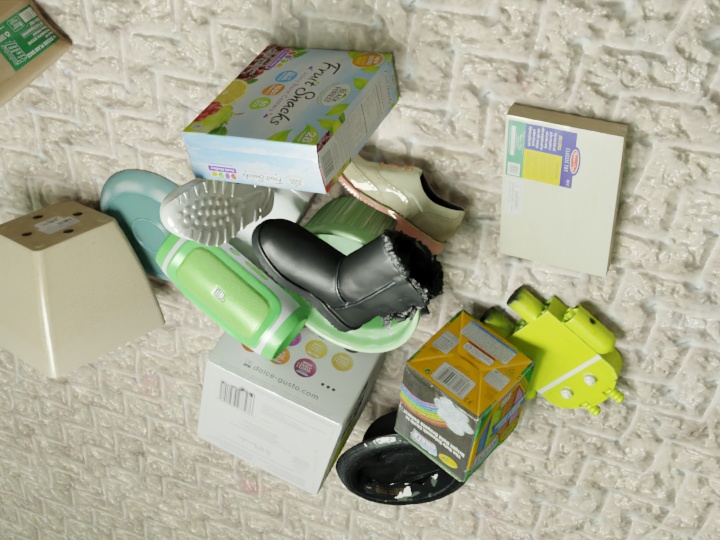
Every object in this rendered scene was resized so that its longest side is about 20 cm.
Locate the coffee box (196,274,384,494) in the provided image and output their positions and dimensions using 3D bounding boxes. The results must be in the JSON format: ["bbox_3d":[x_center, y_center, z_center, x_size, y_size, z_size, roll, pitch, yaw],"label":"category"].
[{"bbox_3d":[-0.090,0.150,1.485,0.199,0.198,0.200,25,141,8],"label":"coffee box"}]

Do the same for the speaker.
[{"bbox_3d":[-0.166,0.024,1.369,0.200,0.088,0.089,40,138,6],"label":"speaker"}]

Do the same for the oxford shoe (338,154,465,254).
[{"bbox_3d":[0.038,-0.108,1.286,0.200,0.071,0.074,37,112,-4],"label":"oxford shoe"}]

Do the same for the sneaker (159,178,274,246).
[{"bbox_3d":[-0.177,-0.077,1.222,0.080,0.200,0.077,11,105,23],"label":"sneaker"}]

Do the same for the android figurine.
[{"bbox_3d":[0.250,0.110,1.364,0.200,0.041,0.182,43,137,-8],"label":"android figurine"}]

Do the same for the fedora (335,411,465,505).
[{"bbox_3d":[0.063,0.264,1.564,0.200,0.092,0.201,2,138,2],"label":"fedora"}]

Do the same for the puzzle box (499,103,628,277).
[{"bbox_3d":[0.227,-0.088,1.205,0.133,0.025,0.201,15,134,20],"label":"puzzle box"}]

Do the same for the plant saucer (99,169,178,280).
[{"bbox_3d":[-0.301,-0.057,1.553,0.199,0.027,0.201,17,135,18],"label":"plant saucer"}]

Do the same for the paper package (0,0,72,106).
[{"bbox_3d":[-0.503,-0.245,1.373,0.190,0.200,0.104,-21,115,42],"label":"paper package"}]

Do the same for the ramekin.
[{"bbox_3d":[0.000,0.000,1.369,0.199,0.098,0.201,16,135,17],"label":"ramekin"}]

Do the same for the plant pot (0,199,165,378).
[{"bbox_3d":[-0.433,0.010,1.557,0.200,0.199,0.178,20,125,41],"label":"plant pot"}]

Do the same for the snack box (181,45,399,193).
[{"bbox_3d":[-0.072,-0.172,1.179,0.168,0.200,0.068,9,133,25],"label":"snack box"}]

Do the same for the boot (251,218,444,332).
[{"bbox_3d":[-0.011,-0.009,1.242,0.198,0.074,0.162,44,139,-22],"label":"boot"}]

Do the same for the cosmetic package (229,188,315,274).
[{"bbox_3d":[-0.130,-0.085,1.385,0.113,0.081,0.200,35,137,-2],"label":"cosmetic package"}]

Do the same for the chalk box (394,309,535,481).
[{"bbox_3d":[0.131,0.177,1.391,0.125,0.124,0.200,36,147,23],"label":"chalk box"}]
